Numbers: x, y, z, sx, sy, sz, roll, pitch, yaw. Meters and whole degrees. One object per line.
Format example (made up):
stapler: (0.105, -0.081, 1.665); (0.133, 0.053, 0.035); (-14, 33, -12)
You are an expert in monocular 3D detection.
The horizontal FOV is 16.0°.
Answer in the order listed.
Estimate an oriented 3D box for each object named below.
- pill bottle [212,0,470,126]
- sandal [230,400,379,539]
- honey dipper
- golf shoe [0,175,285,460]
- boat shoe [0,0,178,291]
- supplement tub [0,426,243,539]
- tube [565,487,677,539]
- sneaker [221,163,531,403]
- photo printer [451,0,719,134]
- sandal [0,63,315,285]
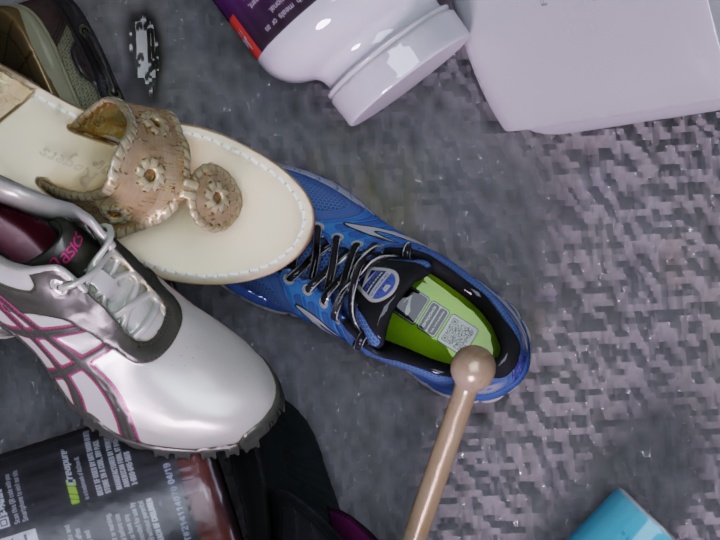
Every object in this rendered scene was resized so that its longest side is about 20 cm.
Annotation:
pill bottle: (-0.035, -0.175, 1.296); (0.112, 0.112, 0.200); (-36, 88, -4)
sandal: (-0.017, 0.134, 1.253); (0.048, 0.075, 0.201); (-37, 54, 23)
honey dipper: (0.028, 0.129, 1.277); (0.038, 0.038, 0.201); (19, 108, -1)
golf shoe: (-0.125, 0.021, 1.215); (0.200, 0.088, 0.077); (29, 63, 2)
boat shoe: (-0.129, -0.048, 1.305); (0.065, 0.073, 0.201); (-28, 99, -39)
supplement tub: (-0.160, 0.139, 1.272); (0.199, 0.107, 0.107); (-17, 87, -3)
tube: (0.084, 0.201, 1.310); (0.077, 0.050, 0.200); (41, 91, 9)
sneaker: (0.000, 0.000, 1.296); (0.200, 0.089, 0.079); (26, 84, 0)
photo printer: (0.118, -0.153, 1.264); (0.069, 0.200, 0.167); (-18, 98, -36)
sandal: (-0.125, -0.049, 1.227); (0.211, 0.070, 0.078); (23, 90, 1)
